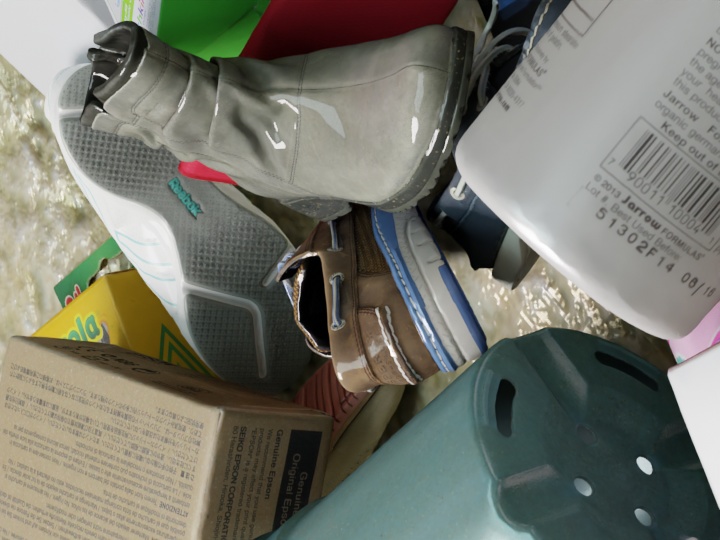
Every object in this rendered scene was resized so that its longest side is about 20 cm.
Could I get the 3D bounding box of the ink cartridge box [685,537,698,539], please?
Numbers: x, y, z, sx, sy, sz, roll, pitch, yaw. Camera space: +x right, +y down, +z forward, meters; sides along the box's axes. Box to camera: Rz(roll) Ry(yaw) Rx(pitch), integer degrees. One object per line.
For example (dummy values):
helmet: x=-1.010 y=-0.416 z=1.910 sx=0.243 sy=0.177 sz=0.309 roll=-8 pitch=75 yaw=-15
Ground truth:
ink cartridge box: x=0.097 y=0.210 z=1.117 sx=0.200 sy=0.160 sz=0.047 roll=-35 pitch=39 yaw=14

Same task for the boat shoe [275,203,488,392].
boat shoe: x=0.000 y=0.000 z=1.245 sx=0.200 sy=0.072 sz=0.072 roll=-116 pitch=0 yaw=-74

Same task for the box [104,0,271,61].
box: x=-0.069 y=-0.212 z=1.264 sx=0.177 sy=0.096 sz=0.200 roll=-118 pitch=30 yaw=-47

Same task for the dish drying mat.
dish drying mat: x=-0.015 y=-0.095 z=1.231 sx=0.200 sy=0.077 sz=0.018 roll=126 pitch=146 yaw=-52

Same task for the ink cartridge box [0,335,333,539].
ink cartridge box: x=-0.109 y=0.130 z=1.371 sx=0.200 sy=0.075 sz=0.165 roll=15 pitch=97 yaw=51

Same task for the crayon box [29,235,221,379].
crayon box: x=-0.125 y=0.082 z=1.513 sx=0.127 sy=0.051 sz=0.201 roll=-37 pitch=71 yaw=51

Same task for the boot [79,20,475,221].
boot: x=-0.043 y=-0.070 z=1.152 sx=0.200 sy=0.130 sz=0.068 roll=-23 pitch=52 yaw=65

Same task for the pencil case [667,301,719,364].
pencil case: x=0.186 y=0.081 z=1.090 sx=0.087 sy=0.087 sz=0.201 roll=-35 pitch=75 yaw=51

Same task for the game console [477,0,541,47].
game console: x=0.042 y=-0.196 z=1.167 sx=0.118 sy=0.171 sz=0.201 roll=-28 pitch=77 yaw=24

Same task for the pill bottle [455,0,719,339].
pill bottle: x=0.138 y=-0.083 z=1.024 sx=0.200 sy=0.114 sz=0.114 roll=-51 pitch=56 yaw=11

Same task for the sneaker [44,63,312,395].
sneaker: x=-0.090 y=-0.025 z=1.396 sx=0.201 sy=0.070 sz=0.080 roll=57 pitch=168 yaw=-18

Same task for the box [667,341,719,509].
box: x=0.233 y=0.037 z=0.920 sx=0.152 sy=0.200 sz=0.107 roll=-33 pitch=75 yaw=50

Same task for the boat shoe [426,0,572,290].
boat shoe: x=0.064 y=-0.061 z=1.167 sx=0.062 sy=0.075 sz=0.200 roll=30 pitch=159 yaw=10

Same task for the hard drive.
hard drive: x=-0.155 y=-0.127 z=1.399 sx=0.200 sy=0.025 sz=0.132 roll=44 pitch=158 yaw=-26

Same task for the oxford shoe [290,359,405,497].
oxford shoe: x=-0.017 y=0.118 z=1.390 sx=0.200 sy=0.074 sz=0.071 roll=-60 pitch=14 yaw=28

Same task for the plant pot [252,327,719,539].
plant pot: x=0.059 y=0.139 z=1.196 sx=0.196 sy=0.200 sz=0.201 roll=-51 pitch=61 yaw=37
